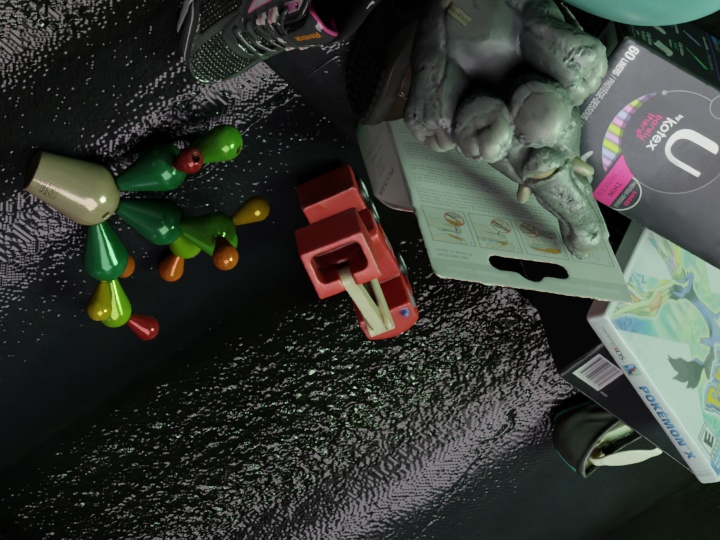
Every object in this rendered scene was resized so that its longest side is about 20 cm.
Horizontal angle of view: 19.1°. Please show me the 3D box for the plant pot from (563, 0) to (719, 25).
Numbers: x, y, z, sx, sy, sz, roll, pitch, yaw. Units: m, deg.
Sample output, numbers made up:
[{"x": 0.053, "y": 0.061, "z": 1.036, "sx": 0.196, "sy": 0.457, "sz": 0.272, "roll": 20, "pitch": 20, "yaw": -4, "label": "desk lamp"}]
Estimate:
[{"x": 0.183, "y": -0.249, "z": 1.371, "sx": 0.200, "sy": 0.201, "sz": 0.161, "roll": -36, "pitch": 144, "yaw": 20, "label": "plant pot"}]

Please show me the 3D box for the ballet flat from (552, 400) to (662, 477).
[{"x": 0.263, "y": 0.123, "z": 1.843, "sx": 0.200, "sy": 0.069, "sz": 0.068, "roll": -28, "pitch": 146, "yaw": 12, "label": "ballet flat"}]

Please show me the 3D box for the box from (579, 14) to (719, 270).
[{"x": 0.237, "y": -0.097, "z": 1.545, "sx": 0.200, "sy": 0.106, "sz": 0.122, "roll": 27, "pitch": 118, "yaw": -13, "label": "box"}]

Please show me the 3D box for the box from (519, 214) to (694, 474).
[{"x": 0.226, "y": 0.056, "z": 1.715, "sx": 0.079, "sy": 0.141, "sz": 0.200, "roll": -38, "pitch": 132, "yaw": 20, "label": "box"}]

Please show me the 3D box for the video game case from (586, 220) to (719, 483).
[{"x": 0.257, "y": 0.029, "z": 1.641, "sx": 0.022, "sy": 0.200, "sz": 0.182, "roll": -11, "pitch": 127, "yaw": 41, "label": "video game case"}]

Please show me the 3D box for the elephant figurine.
[{"x": 0.103, "y": -0.113, "z": 1.432, "sx": 0.141, "sy": 0.156, "sz": 0.200, "roll": 18, "pitch": 176, "yaw": 19, "label": "elephant figurine"}]

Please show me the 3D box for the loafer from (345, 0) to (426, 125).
[{"x": 0.052, "y": -0.185, "z": 1.487, "sx": 0.071, "sy": 0.073, "sz": 0.200, "roll": 0, "pitch": 140, "yaw": -29, "label": "loafer"}]

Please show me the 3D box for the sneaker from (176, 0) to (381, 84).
[{"x": -0.045, "y": -0.181, "z": 1.436, "sx": 0.200, "sy": 0.087, "sz": 0.080, "roll": -36, "pitch": 132, "yaw": 29, "label": "sneaker"}]

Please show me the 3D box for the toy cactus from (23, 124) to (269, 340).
[{"x": -0.167, "y": -0.034, "z": 1.560, "sx": 0.165, "sy": 0.103, "sz": 0.200, "roll": 22, "pitch": 133, "yaw": -21, "label": "toy cactus"}]

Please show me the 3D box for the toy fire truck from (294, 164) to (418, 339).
[{"x": 0.000, "y": 0.000, "z": 1.595, "sx": 0.049, "sy": 0.141, "sz": 0.200, "roll": -22, "pitch": 135, "yaw": 6, "label": "toy fire truck"}]

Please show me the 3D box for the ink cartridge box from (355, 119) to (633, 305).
[{"x": 0.095, "y": -0.042, "z": 1.538, "sx": 0.160, "sy": 0.200, "sz": 0.050, "roll": 8, "pitch": 133, "yaw": -22, "label": "ink cartridge box"}]
